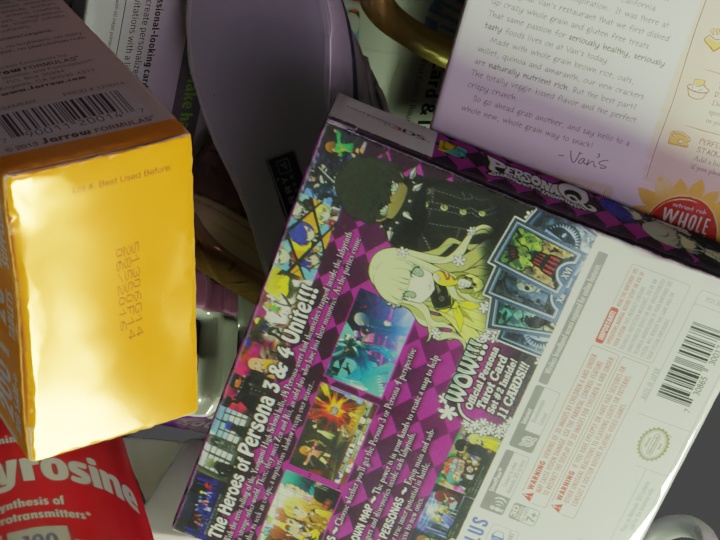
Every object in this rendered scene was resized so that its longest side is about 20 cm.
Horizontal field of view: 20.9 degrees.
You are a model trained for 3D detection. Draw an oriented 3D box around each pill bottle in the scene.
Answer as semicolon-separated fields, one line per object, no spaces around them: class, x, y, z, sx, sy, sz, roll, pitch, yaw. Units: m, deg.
pill bottle;-0.150;0.112;0.851;0.112;0.200;0.112;-11;128;-14

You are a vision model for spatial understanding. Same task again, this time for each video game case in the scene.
video game case;0.039;0.052;0.779;0.181;0.036;0.200;21;117;-1

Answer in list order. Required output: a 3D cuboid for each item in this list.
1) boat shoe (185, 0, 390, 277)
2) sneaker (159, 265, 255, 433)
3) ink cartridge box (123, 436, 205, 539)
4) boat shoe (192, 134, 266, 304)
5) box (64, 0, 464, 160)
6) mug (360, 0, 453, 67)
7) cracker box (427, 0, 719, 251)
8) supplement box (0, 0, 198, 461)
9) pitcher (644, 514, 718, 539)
boat shoe;-0.020;-0.056;0.829;0.065;0.073;0.200;-18;98;-64
sneaker;-0.053;0.051;0.954;0.200;0.088;0.081;19;66;-39
ink cartridge box;-0.030;0.147;0.933;0.068;0.200;0.116;-58;139;-43
boat shoe;0.000;0.000;0.899;0.200;0.072;0.072;32;74;-26
box;-0.047;-0.076;0.897;0.200;0.041;0.156;-2;122;-30
mug;0.082;-0.185;0.812;0.153;0.149;0.187;22;72;-30
cracker box;0.104;-0.086;0.753;0.134;0.058;0.200;16;119;1
supplement box;-0.138;-0.036;0.765;0.073;0.200;0.126;-16;126;-24
pitcher;0.129;0.237;1.152;0.200;0.172;0.121;-26;122;25
